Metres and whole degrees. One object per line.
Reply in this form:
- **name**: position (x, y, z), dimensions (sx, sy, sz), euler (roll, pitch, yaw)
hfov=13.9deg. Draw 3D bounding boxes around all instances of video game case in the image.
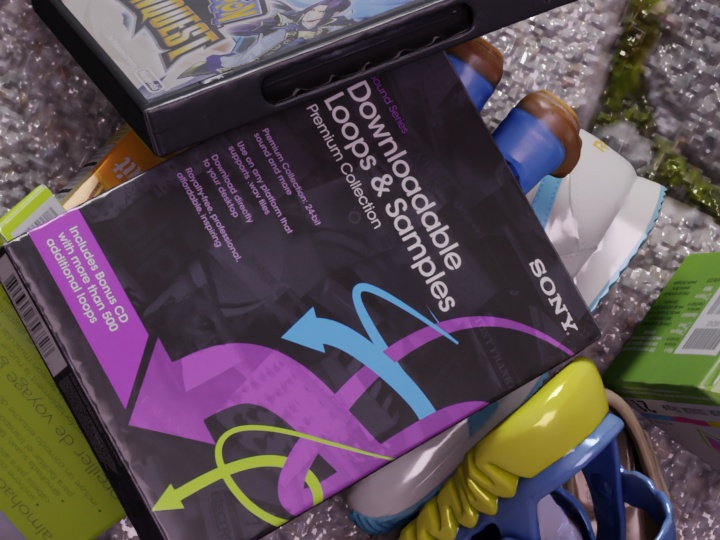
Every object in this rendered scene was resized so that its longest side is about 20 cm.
- **video game case**: position (-0.030, -0.118, 1.201), dimensions (0.180, 0.200, 0.026), euler (-21, 117, -12)

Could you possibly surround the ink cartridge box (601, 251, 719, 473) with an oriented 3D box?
- **ink cartridge box**: position (0.219, 0.079, 1.272), dimensions (0.200, 0.148, 0.076), euler (38, 82, -9)

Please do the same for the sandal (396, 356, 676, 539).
- **sandal**: position (0.070, 0.113, 1.214), dimensions (0.079, 0.200, 0.087), euler (-39, 82, -24)

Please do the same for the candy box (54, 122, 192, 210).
- **candy box**: position (-0.070, -0.010, 1.258), dimensions (0.115, 0.055, 0.200), euler (44, 80, -9)

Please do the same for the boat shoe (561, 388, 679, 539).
- **boat shoe**: position (0.115, 0.148, 1.290), dimensions (0.072, 0.065, 0.201), euler (-11, 91, -12)

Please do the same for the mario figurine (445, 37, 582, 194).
- **mario figurine**: position (0.000, 0.000, 1.220), dimensions (0.123, 0.106, 0.200), euler (30, 73, 35)

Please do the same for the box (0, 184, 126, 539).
- **box**: position (-0.157, 0.068, 1.196), dimensions (0.122, 0.200, 0.048), euler (49, 36, -6)

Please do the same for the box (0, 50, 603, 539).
- **box**: position (-0.022, 0.011, 1.131), dimensions (0.199, 0.036, 0.144), euler (-29, 88, -23)

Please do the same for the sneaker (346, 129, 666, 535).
- **sneaker**: position (0.048, 0.025, 1.280), dimensions (0.081, 0.077, 0.200), euler (35, 76, 0)
